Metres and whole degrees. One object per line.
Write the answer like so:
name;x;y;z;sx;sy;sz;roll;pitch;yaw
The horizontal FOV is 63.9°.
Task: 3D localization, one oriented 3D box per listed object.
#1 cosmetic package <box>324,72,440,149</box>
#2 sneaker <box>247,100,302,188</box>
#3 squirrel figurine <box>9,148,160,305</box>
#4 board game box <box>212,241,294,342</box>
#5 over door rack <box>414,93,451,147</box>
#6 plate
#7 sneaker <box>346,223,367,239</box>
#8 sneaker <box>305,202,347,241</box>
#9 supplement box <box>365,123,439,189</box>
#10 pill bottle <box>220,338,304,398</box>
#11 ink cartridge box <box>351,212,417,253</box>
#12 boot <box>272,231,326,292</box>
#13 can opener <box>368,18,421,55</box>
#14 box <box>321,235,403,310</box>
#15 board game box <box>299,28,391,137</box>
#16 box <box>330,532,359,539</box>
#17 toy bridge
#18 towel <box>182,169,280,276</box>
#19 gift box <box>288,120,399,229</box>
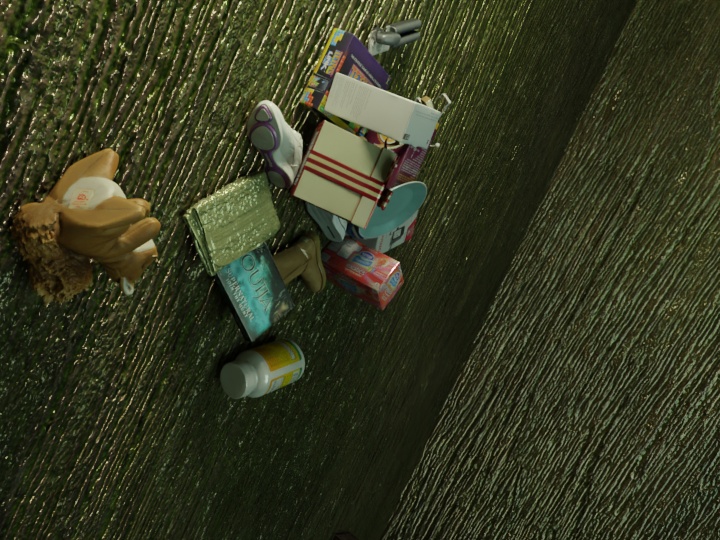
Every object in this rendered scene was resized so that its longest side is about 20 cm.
cosmetic package;0.042;-0.313;1.135;0.113;0.199;0.082;-8;122;-58
sneaker;-0.160;-0.256;1.119;0.201;0.074;0.100;83;30;-56
squirrel figurine;-0.395;-0.039;0.853;0.199;0.142;0.187;-32;154;-22
board game box;-0.226;0.028;1.204;0.135;0.028;0.201;-41;121;-36
over door rack;0.166;-0.363;1.542;0.147;0.067;0.201;-27;151;-50
plate;0.075;-0.154;1.417;0.199;0.026;0.200;-28;158;-12
sneaker;-0.009;-0.157;1.447;0.074;0.082;0.201;-46;147;-25
sneaker;-0.077;-0.148;1.367;0.200;0.073;0.071;70;32;-59
supplement box;0.085;-0.303;1.425;0.103;0.130;0.201;7;108;-60
pill bottle;-0.234;0.238;1.383;0.200;0.112;0.113;-13;126;-57
ink cartridge box;0.073;-0.137;1.607;0.200;0.083;0.146;-30;139;-47
boot;-0.173;0.019;1.347;0.200;0.066;0.176;-39;133;-40
can opener;0.082;-0.522;1.294;0.200;0.066;0.053;-41;146;-45
box;0.000;0.000;1.477;0.103;0.199;0.095;-51;150;-22
board game box;-0.026;-0.385;1.232;0.166;0.057;0.200;-63;154;5
box;-0.065;1.320;2.637;0.167;0.164;0.200;-58;153;-9
toy bridge;0.082;-0.316;1.315;0.199;0.027;0.067;-34;132;-7
towel;-0.242;-0.097;1.115;0.200;0.036;0.149;-40;133;-37
gift box;-0.025;-0.203;1.185;0.201;0.186;0.185;-64;-166;9
